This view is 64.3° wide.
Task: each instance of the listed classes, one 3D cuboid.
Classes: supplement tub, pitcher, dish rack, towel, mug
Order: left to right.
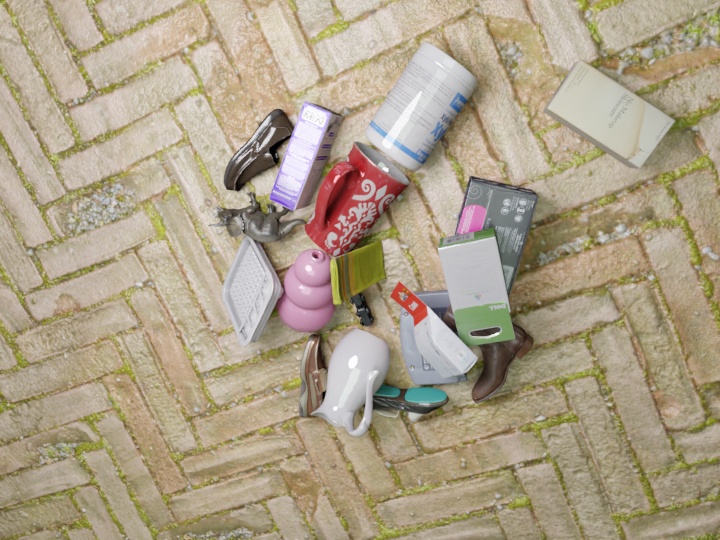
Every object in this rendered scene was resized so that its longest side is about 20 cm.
[{"bbox_3d":[-0.223,0.041,1.193,0.043,0.200,0.172,9,120,-36],"label":"dish rack"},{"bbox_3d":[-0.030,-0.141,1.124,0.177,0.134,0.200,23,115,-35],"label":"mug"},{"bbox_3d":[-0.004,0.230,1.172,0.121,0.171,0.201,33,76,-31],"label":"pitcher"},{"bbox_3d":[0.000,0.000,1.125,0.018,0.200,0.087,3,105,28],"label":"towel"},{"bbox_3d":[0.111,-0.302,1.071,0.132,0.132,0.201,36,107,1],"label":"supplement tub"}]

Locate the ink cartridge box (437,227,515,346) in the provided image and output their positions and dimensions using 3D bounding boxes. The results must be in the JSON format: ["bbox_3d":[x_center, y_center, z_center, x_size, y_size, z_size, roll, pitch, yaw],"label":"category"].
[{"bbox_3d":[0.214,0.032,1.046,0.103,0.059,0.202,-11,108,15],"label":"ink cartridge box"}]

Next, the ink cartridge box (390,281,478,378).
[{"bbox_3d":[0.123,0.119,1.103,0.200,0.160,0.047,45,78,7],"label":"ink cartridge box"}]

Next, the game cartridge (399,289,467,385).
[{"bbox_3d":[0.150,0.142,1.212,0.132,0.041,0.202,-5,101,7],"label":"game cartridge"}]

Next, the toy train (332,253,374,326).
[{"bbox_3d":[-0.013,0.038,1.173,0.034,0.046,0.201,-17,131,6],"label":"toy train"}]

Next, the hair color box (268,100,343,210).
[{"bbox_3d":[-0.107,-0.226,1.137,0.064,0.109,0.201,26,105,5],"label":"hair color box"}]

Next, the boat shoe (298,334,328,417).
[{"bbox_3d":[-0.093,0.233,1.259,0.071,0.076,0.202,6,112,5],"label":"boat shoe"}]

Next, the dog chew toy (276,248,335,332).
[{"bbox_3d":[-0.103,0.036,1.159,0.124,0.125,0.201,23,138,4],"label":"dog chew toy"}]

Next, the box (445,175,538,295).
[{"bbox_3d":[0.249,-0.068,1.107,0.131,0.115,0.202,14,107,5],"label":"box"}]

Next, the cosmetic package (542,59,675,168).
[{"bbox_3d":[0.449,-0.284,1.047,0.199,0.073,0.104,33,105,3],"label":"cosmetic package"}]

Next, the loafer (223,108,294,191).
[{"bbox_3d":[-0.205,-0.233,1.171,0.071,0.073,0.200,41,106,1],"label":"loafer"}]

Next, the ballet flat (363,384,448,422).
[{"bbox_3d":[0.094,0.286,1.243,0.198,0.068,0.069,3,113,20],"label":"ballet flat"}]

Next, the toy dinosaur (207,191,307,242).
[{"bbox_3d":[-0.205,-0.098,1.188,0.198,0.077,0.103,18,72,-13],"label":"toy dinosaur"}]

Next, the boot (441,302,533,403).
[{"bbox_3d":[0.225,0.147,1.163,0.199,0.064,0.187,37,92,-16],"label":"boot"}]
